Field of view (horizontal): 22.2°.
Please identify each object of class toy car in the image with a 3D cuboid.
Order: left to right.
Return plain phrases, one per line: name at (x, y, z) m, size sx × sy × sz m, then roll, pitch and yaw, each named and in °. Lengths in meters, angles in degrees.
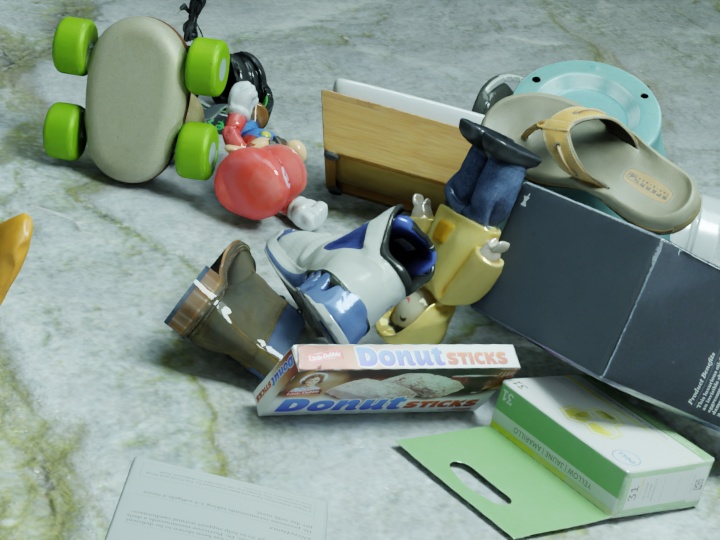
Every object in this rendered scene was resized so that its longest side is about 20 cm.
toy car at (-0.201, -0.170, 1.822) m, size 0.163 × 0.159 × 0.200 m, roll 9°, pitch 8°, yaw 9°

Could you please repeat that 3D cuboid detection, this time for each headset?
headset at (-0.164, -0.227, 2.050) m, size 0.122 × 0.095 × 0.200 m, roll 4°, pitch 34°, yaw -26°

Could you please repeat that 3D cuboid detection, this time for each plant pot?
plant pot at (0.193, -0.075, 1.650) m, size 0.198 × 0.189 × 0.201 m, roll 1°, pitch 48°, yaw -1°

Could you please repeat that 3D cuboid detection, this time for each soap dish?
soap dish at (0.052, -0.111, 1.832) m, size 0.198 × 0.082 × 0.157 m, roll 16°, pitch -15°, yaw 4°

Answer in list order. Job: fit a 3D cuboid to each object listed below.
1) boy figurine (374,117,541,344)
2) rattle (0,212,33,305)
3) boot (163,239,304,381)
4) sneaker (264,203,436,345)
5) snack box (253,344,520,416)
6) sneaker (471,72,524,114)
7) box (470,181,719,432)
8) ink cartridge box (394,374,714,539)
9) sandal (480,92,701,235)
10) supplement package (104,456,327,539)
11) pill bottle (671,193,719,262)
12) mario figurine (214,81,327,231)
boy figurine at (0.072, -0.022, 1.513) m, size 0.064 × 0.201 × 0.124 m, roll 18°, pitch 15°, yaw -39°
rattle at (-0.339, 0.013, 1.243) m, size 0.198 × 0.144 × 0.131 m, roll 21°, pitch 39°, yaw 0°
boot at (-0.092, 0.038, 1.476) m, size 0.097 × 0.075 × 0.200 m, roll 38°, pitch 14°, yaw -1°
sneaker at (0.000, 0.000, 1.483) m, size 0.115 × 0.081 × 0.199 m, roll -33°, pitch 19°, yaw -7°
snack box at (0.022, 0.082, 1.393) m, size 0.198 × 0.072 × 0.024 m, roll 1°, pitch 58°, yaw -32°
sneaker at (0.225, -0.190, 2.250) m, size 0.115 × 0.076 × 0.199 m, roll 28°, pitch 23°, yaw 28°
box at (0.229, 0.035, 1.484) m, size 0.197 × 0.124 × 0.200 m, roll 24°, pitch 3°, yaw -31°
ink cartridge box at (0.146, 0.134, 1.378) m, size 0.199 × 0.048 × 0.145 m, roll 0°, pitch 25°, yaw -41°
sandal at (0.190, -0.097, 1.510) m, size 0.199 × 0.081 × 0.054 m, roll 30°, pitch -16°, yaw 24°
supplement package at (-0.087, 0.200, 0.940) m, size 0.116 × 0.118 × 0.200 m, roll 14°, pitch 20°, yaw -2°
pill bottle at (0.254, -0.051, 1.838) m, size 0.198 × 0.117 × 0.116 m, roll 15°, pitch 20°, yaw 3°
mario figurine at (-0.081, -0.111, 1.781) m, size 0.122 × 0.107 × 0.200 m, roll 19°, pitch 16°, yaw -11°
